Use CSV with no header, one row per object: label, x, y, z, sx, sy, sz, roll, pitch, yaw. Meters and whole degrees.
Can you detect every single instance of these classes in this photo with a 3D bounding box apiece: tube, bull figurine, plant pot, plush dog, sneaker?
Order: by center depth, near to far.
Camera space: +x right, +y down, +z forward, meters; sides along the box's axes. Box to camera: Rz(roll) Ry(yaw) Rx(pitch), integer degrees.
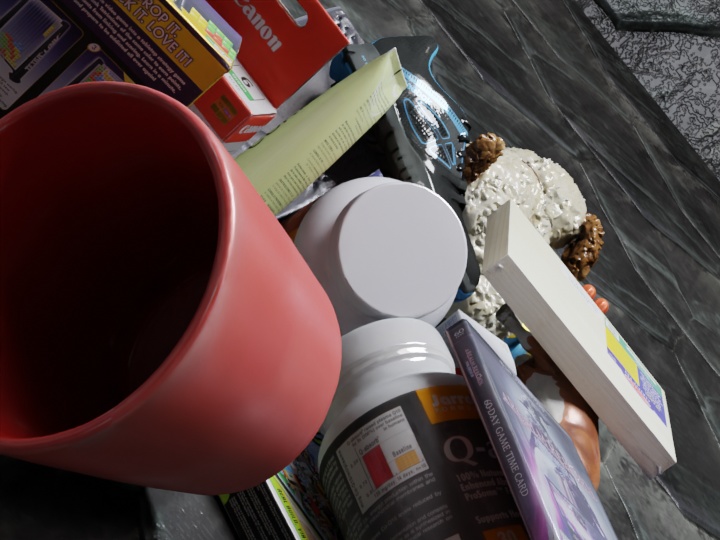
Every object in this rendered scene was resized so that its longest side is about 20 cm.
plant pot,-0.110,0.025,0.977,0.177,0.200,0.201,38,21,-55
tube,-0.049,-0.074,1.251,0.052,0.200,0.058,52,-2,-26
sneaker,0.050,-0.077,1.318,0.201,0.081,0.073,69,-21,10
bull figurine,0.132,0.099,1.360,0.121,0.065,0.200,41,18,-16
plush dog,0.118,-0.058,1.592,0.171,0.161,0.200,-10,47,-48

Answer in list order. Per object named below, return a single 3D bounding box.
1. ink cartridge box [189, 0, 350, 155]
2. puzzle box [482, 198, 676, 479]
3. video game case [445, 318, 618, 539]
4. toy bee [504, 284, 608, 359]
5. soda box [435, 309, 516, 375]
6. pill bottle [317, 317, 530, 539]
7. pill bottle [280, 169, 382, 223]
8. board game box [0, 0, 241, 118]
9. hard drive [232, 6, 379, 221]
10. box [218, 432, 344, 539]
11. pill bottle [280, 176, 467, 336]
ink cartridge box,-0.115,-0.119,1.185,0.109,0.200,0.050,52,19,6
puzzle box,0.160,0.048,1.370,0.200,0.025,0.133,51,16,-11
video game case,0.115,0.134,1.061,0.143,0.019,0.201,47,16,-41
toy bee,0.165,0.060,1.632,0.131,0.109,0.201,35,24,-34
soda box,0.098,0.128,1.422,0.068,0.064,0.201,34,25,-38
pill bottle,0.042,0.133,1.098,0.116,0.116,0.201,27,30,-49
pill bottle,-0.032,-0.083,1.444,0.201,0.112,0.112,54,19,10
board game box,-0.197,-0.148,1.109,0.200,0.165,0.057,45,20,-16
hard drive,-0.064,-0.101,1.352,0.199,0.042,0.135,-28,77,-29
box,-0.046,0.130,1.137,0.110,0.035,0.201,18,37,-58
pill bottle,0.000,0.000,1.231,0.112,0.112,0.200,49,-16,-4
